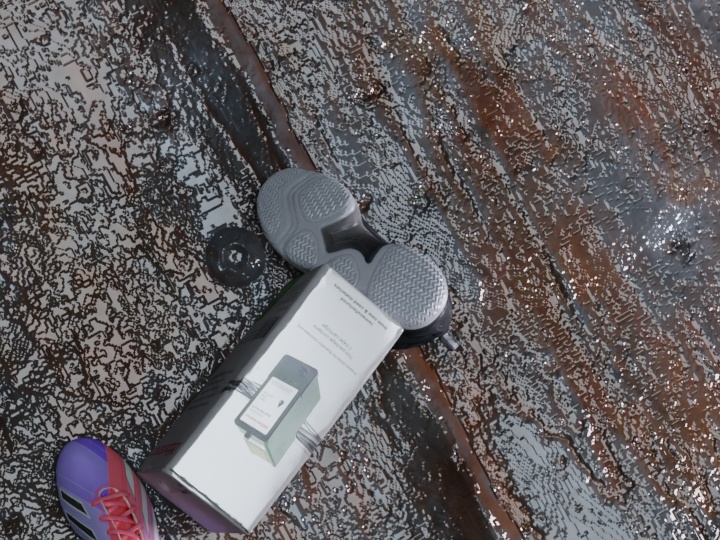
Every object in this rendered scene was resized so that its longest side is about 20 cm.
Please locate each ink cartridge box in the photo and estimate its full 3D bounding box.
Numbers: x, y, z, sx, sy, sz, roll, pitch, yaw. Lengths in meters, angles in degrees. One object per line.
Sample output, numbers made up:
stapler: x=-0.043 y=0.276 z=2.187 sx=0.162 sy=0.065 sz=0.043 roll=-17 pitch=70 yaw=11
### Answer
ink cartridge box: x=-0.073 y=0.103 z=1.659 sx=0.084 sy=0.145 sz=0.200 roll=40 pitch=76 yaw=-7

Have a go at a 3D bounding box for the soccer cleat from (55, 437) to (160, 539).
soccer cleat: x=-0.179 y=0.221 z=1.652 sx=0.067 sy=0.076 sz=0.201 roll=-20 pitch=88 yaw=-15

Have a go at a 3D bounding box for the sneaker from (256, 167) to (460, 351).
sneaker: x=0.000 y=0.000 z=1.730 sx=0.200 sy=0.114 sz=0.076 roll=38 pitch=80 yaw=30
